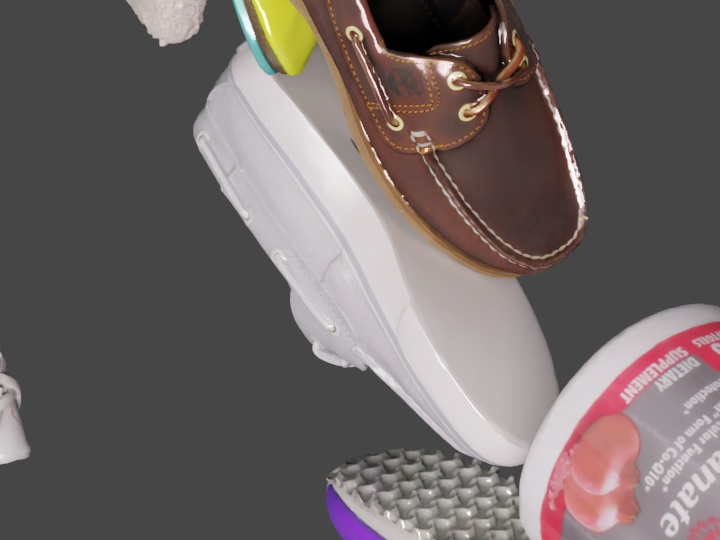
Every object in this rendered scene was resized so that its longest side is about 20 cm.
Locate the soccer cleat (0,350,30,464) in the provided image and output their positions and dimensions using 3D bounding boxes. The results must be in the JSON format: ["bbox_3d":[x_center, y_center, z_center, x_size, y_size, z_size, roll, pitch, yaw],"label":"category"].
[{"bbox_3d":[-0.175,0.037,1.027,0.086,0.070,0.200,11,99,9],"label":"soccer cleat"}]

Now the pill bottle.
[{"bbox_3d":[0.155,0.107,0.809,0.200,0.111,0.111,41,109,37],"label":"pill bottle"}]

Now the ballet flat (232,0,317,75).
[{"bbox_3d":[-0.034,-0.172,0.933,0.067,0.067,0.200,-21,67,10],"label":"ballet flat"}]

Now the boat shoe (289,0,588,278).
[{"bbox_3d":[0.025,-0.082,0.877,0.200,0.070,0.070,55,156,-15],"label":"boat shoe"}]

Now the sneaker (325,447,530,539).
[{"bbox_3d":[0.058,0.148,0.910,0.200,0.070,0.100,31,119,27],"label":"sneaker"}]

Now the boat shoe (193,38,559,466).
[{"bbox_3d":[0.000,0.000,0.935,0.200,0.072,0.069,52,126,12],"label":"boat shoe"}]

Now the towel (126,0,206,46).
[{"bbox_3d":[-0.088,-0.191,0.919,0.200,0.034,0.133,-119,32,-44],"label":"towel"}]
